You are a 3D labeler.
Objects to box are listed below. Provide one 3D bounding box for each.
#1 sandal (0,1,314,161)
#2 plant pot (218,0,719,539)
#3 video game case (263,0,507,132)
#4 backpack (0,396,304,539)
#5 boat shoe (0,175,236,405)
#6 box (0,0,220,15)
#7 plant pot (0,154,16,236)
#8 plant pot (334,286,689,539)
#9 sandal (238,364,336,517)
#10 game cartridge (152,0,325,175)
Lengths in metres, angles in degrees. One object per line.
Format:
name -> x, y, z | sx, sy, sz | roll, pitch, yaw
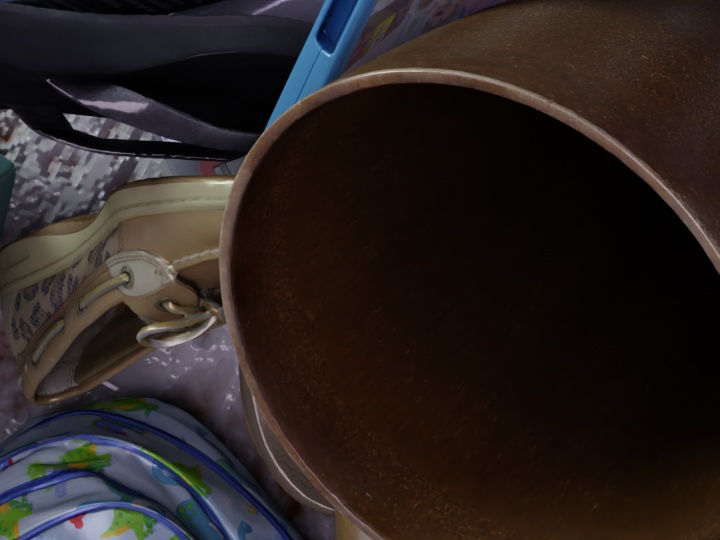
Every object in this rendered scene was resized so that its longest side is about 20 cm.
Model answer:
sandal -> -0.088, -0.060, 0.765 | 0.199, 0.076, 0.043 | 2, 73, -21
plant pot -> 0.084, -0.023, 0.725 | 0.186, 0.200, 0.188 | 18, 128, 24
video game case -> 0.054, -0.121, 0.717 | 0.018, 0.143, 0.201 | 47, 133, 21
backpack -> -0.084, 0.148, 0.875 | 0.162, 0.154, 0.201 | -24, 88, 17
boat shoe -> -0.071, 0.006, 0.814 | 0.073, 0.200, 0.063 | 2, 78, -33
box -> -0.050, -0.180, 0.781 | 0.198, 0.107, 0.150 | -14, 88, 7
plant pot -> -0.228, 0.024, 0.847 | 0.141, 0.141, 0.201 | 33, 102, -4
plant pot -> 0.088, 0.105, 0.822 | 0.198, 0.028, 0.202 | 1, 108, 4
sandal -> 0.000, 0.000, 0.828 | 0.080, 0.054, 0.202 | 13, 104, 1
game cartridge -> 0.005, -0.029, 0.867 | 0.132, 0.041, 0.201 | -26, 101, 6
